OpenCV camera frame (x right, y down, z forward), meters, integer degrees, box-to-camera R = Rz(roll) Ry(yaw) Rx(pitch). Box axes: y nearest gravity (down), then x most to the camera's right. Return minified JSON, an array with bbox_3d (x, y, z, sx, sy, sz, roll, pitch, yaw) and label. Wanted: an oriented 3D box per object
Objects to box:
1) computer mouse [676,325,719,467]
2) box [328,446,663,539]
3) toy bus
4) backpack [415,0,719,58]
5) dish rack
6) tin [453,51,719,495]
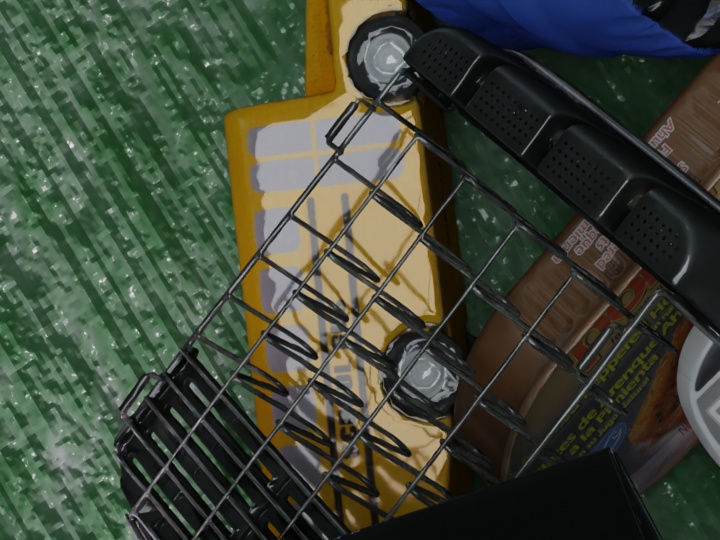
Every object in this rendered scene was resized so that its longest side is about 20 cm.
[{"bbox_3d":[0.187,0.076,0.726,0.110,0.044,0.200,-43,96,11],"label":"computer mouse"},{"bbox_3d":[0.029,0.175,0.591,0.147,0.201,0.125,-17,46,-8],"label":"box"},{"bbox_3d":[0.000,0.000,0.765,0.077,0.065,0.202,-7,87,12],"label":"toy bus"},{"bbox_3d":[0.070,-0.170,0.712,0.167,0.162,0.202,3,83,38],"label":"backpack"},{"bbox_3d":[0.016,0.032,0.667,0.201,0.054,0.153,-52,48,6],"label":"dish rack"},{"bbox_3d":[0.110,-0.001,0.720,0.200,0.112,0.042,-49,59,5],"label":"tin"}]
